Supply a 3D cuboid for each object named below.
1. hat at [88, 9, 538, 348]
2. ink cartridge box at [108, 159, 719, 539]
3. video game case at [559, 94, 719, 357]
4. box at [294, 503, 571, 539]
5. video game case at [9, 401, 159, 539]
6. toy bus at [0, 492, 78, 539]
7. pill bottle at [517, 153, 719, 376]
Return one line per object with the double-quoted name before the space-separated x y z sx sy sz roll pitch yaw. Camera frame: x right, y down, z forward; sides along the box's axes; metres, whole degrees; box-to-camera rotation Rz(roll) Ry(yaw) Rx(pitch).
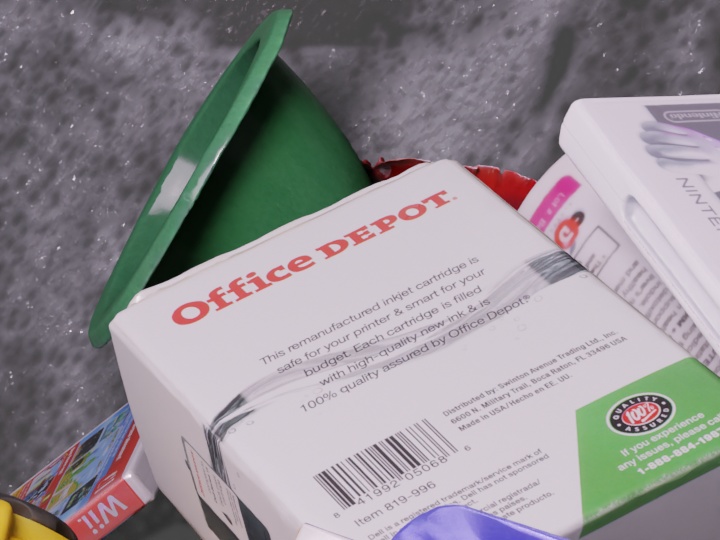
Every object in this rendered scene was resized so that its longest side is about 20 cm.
"hat" 0.000 0.000 1.210 0.166 0.175 0.200 -61 8 -7
"ink cartridge box" 0.026 0.061 0.951 0.146 0.083 0.200 -24 38 -18
"video game case" 0.191 -0.002 0.954 0.182 0.199 0.023 57 140 43
"box" 0.010 0.160 0.783 0.118 0.041 0.201 15 76 28
"video game case" -0.155 0.123 1.198 0.200 0.017 0.143 -38 9 14
"toy bus" -0.099 0.173 1.032 0.200 0.191 0.137 133 151 -66
"pill bottle" 0.144 0.039 1.005 0.113 0.113 0.200 -47 45 4
